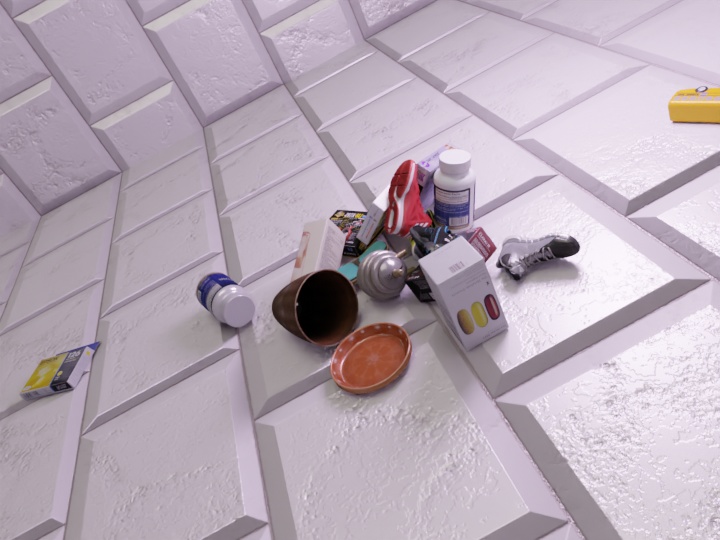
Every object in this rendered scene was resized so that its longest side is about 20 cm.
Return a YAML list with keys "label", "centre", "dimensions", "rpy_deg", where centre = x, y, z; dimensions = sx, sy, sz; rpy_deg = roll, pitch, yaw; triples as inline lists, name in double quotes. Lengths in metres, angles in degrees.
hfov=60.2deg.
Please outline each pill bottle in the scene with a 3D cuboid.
- label: "pill bottle"
  centre: [-0.390, 0.085, 1.799]
  dimensions: [0.116, 0.116, 0.200]
  rpy_deg: [-40, 36, -17]
- label: "pill bottle"
  centre: [0.247, -0.209, 1.635]
  dimensions: [0.110, 0.201, 0.111]
  rpy_deg: [-4, 37, 3]

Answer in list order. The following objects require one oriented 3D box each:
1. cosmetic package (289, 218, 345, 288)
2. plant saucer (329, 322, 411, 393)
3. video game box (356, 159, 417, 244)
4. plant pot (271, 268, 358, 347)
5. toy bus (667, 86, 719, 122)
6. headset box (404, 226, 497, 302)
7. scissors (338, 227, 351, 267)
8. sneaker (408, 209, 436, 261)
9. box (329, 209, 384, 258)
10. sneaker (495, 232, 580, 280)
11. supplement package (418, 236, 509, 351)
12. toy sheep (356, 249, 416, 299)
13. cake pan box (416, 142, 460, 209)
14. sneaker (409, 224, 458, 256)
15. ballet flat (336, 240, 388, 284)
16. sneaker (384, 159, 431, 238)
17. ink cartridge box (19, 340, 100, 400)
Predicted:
- label: "cosmetic package"
  centre: [-0.116, -0.029, 1.713]
  dimensions: [0.087, 0.103, 0.201]
  rpy_deg: [-7, 56, 32]
- label: "plant saucer"
  centre: [0.025, 0.202, 1.424]
  dimensions: [0.199, 0.032, 0.201]
  rpy_deg: [-18, 36, 14]
- label: "video game box"
  centre: [0.080, -0.189, 1.737]
  dimensions: [0.047, 0.183, 0.200]
  rpy_deg: [36, 60, 7]
- label: "plant pot"
  centre: [-0.136, 0.094, 1.575]
  dimensions: [0.199, 0.187, 0.187]
  rpy_deg: [-4, 38, 53]
- label: "toy bus"
  centre: [0.903, -0.423, 1.585]
  dimensions: [0.199, 0.065, 0.078]
  rpy_deg: [17, 55, 47]
- label: "headset box"
  centre: [0.222, -0.020, 1.497]
  dimensions: [0.200, 0.075, 0.148]
  rpy_deg: [-47, 17, -25]
- label: "scissors"
  centre: [-0.069, -0.039, 1.766]
  dimensions: [0.073, 0.014, 0.202]
  rpy_deg: [-8, 59, 32]
- label: "sneaker"
  centre: [0.163, -0.083, 1.678]
  dimensions: [0.076, 0.076, 0.201]
  rpy_deg: [-26, 24, 30]
- label: "box"
  centre: [-0.038, -0.113, 1.868]
  dimensions: [0.199, 0.050, 0.160]
  rpy_deg: [8, 46, 42]
- label: "sneaker"
  centre: [0.398, -0.021, 1.425]
  dimensions: [0.199, 0.075, 0.116]
  rpy_deg: [-2, 46, 49]
- label: "supplement package"
  centre: [0.222, 0.051, 1.328]
  dimensions: [0.113, 0.201, 0.110]
  rpy_deg: [-29, 33, -1]
- label: "toy sheep"
  centre: [0.060, 0.009, 1.563]
  dimensions: [0.138, 0.138, 0.200]
  rpy_deg: [-43, 8, -21]
- label: "cake pan box"
  centre: [0.186, -0.243, 1.728]
  dimensions: [0.052, 0.185, 0.200]
  rpy_deg: [34, 44, 16]
- label: "sneaker"
  centre: [0.179, -0.071, 1.483]
  dimensions: [0.082, 0.073, 0.200]
  rpy_deg: [-36, 25, 0]
- label: "ballet flat"
  centre: [0.000, 0.000, 1.678]
  dimensions: [0.199, 0.065, 0.071]
  rpy_deg: [-34, 50, -8]
- label: "sneaker"
  centre: [0.134, -0.179, 1.622]
  dimensions: [0.078, 0.115, 0.202]
  rpy_deg: [12, 85, 57]
- label: "ink cartridge box"
  centre: [-0.952, 0.307, 1.974]
  dimensions: [0.196, 0.047, 0.201]
  rpy_deg: [-17, 38, 18]
